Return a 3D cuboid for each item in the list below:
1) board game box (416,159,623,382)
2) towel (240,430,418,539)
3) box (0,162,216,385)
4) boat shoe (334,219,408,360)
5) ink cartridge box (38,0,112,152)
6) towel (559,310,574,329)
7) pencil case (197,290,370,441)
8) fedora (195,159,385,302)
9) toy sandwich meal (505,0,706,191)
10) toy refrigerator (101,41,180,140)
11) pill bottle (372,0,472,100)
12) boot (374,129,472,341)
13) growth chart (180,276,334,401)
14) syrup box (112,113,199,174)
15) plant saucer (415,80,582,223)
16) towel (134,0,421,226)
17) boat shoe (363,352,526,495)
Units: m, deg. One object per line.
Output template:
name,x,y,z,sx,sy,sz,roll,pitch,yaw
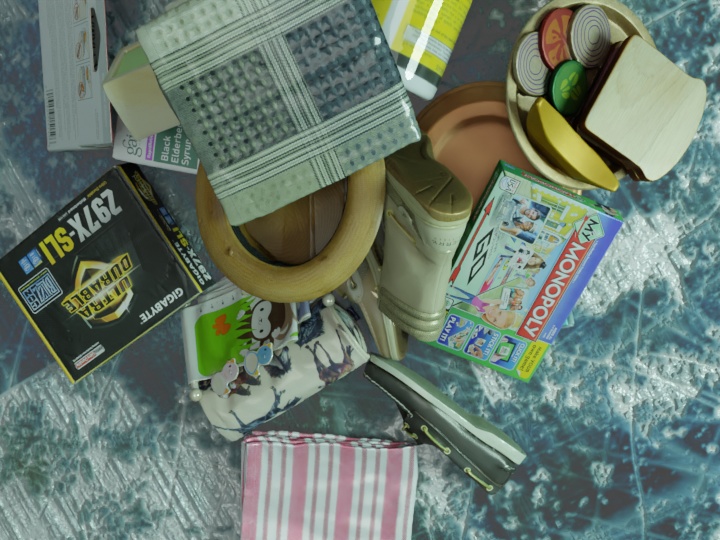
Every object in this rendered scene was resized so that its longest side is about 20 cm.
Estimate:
board game box,0.154,0.006,0.855,0.132,0.029,0.203,21,116,-8
towel,-0.036,0.256,0.945,0.195,0.030,0.150,3,103,1
box,-0.280,0.004,0.932,0.198,0.049,0.161,-32,92,18
boat shoe,0.000,0.000,0.905,0.064,0.072,0.204,-17,91,16
ink cartridge box,-0.277,-0.226,0.870,0.172,0.043,0.205,6,100,49
towel,0.139,-0.025,0.907,0.143,0.022,0.205,-10,95,7
pencil case,-0.088,0.104,0.921,0.198,0.078,0.091,-32,65,10
fedora,-0.061,-0.072,0.809,0.196,0.082,0.206,0,90,11
toy sandwich meal,0.231,-0.167,0.813,0.201,0.070,0.210,-2,96,-20
toy refrigerator,-0.134,-0.198,0.789,0.196,0.077,0.071,-17,127,15
pill bottle,0.057,-0.282,0.840,0.112,0.114,0.203,23,99,4
boot,0.040,-0.046,0.831,0.071,0.201,0.158,-9,128,-21
growth chart,-0.114,0.041,0.910,0.198,0.018,0.146,-33,53,10
syrup box,-0.152,-0.139,0.898,0.195,0.081,0.081,11,98,4
plant saucer,0.129,-0.092,0.875,0.195,0.037,0.205,1,95,8
towel,-0.069,-0.160,0.730,0.197,0.035,0.195,-23,107,9
boat shoe,0.080,0.163,0.910,0.199,0.072,0.061,35,95,-1
